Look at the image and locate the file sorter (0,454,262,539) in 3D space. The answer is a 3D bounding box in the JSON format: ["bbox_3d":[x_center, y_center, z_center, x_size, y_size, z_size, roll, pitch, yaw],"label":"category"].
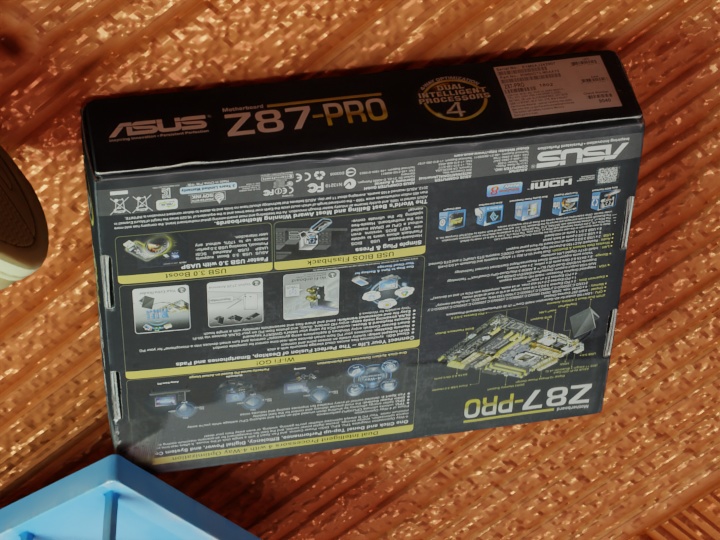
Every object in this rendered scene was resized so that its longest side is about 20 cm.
[{"bbox_3d":[-0.126,0.187,0.888,0.200,0.123,0.139,-27,136,29],"label":"file sorter"}]

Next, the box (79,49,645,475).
[{"bbox_3d":[0.000,0.000,0.827,0.200,0.049,0.161,-7,133,-8],"label":"box"}]

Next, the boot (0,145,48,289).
[{"bbox_3d":[-0.223,-0.012,0.735,0.200,0.072,0.155,26,121,-29],"label":"boot"}]
